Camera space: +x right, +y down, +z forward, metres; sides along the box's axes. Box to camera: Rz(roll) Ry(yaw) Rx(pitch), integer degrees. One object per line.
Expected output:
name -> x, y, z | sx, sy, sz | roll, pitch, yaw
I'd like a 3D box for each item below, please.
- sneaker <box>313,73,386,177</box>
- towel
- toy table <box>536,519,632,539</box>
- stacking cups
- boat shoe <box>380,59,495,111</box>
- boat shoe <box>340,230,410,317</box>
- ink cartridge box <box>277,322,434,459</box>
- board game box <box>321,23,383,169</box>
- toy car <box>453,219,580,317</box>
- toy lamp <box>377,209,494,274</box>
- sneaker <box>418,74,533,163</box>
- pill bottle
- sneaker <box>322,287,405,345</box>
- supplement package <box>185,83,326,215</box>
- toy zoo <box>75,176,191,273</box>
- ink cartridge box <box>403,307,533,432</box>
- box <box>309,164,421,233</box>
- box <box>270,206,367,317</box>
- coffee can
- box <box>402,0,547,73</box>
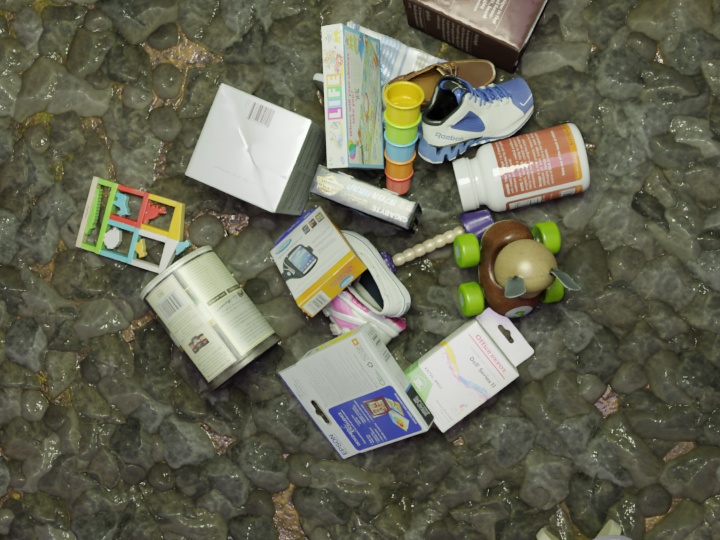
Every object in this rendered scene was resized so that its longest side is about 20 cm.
sneaker -> -0.021, -0.234, 1.258 | 0.200, 0.071, 0.099 | 41, 92, -1
towel -> 0.051, -0.303, 1.226 | 0.200, 0.024, 0.147 | 19, 81, -12
toy table -> 0.373, 0.500, 1.234 | 0.200, 0.117, 0.184 | -43, 88, 8
stacking cups -> 0.064, -0.202, 1.192 | 0.060, 0.200, 0.061 | 0, 56, 0
boat shoe -> 0.131, -0.293, 1.201 | 0.200, 0.068, 0.072 | -17, 93, -16
boat shoe -> 0.000, 0.000, 1.234 | 0.200, 0.065, 0.074 | 42, 117, 34
ink cartridge box -> -0.009, 0.206, 1.269 | 0.200, 0.047, 0.198 | -27, 102, 38
board game box -> -0.009, -0.253, 1.135 | 0.034, 0.134, 0.200 | 1, 96, 25
toy car -> 0.249, 0.014, 1.154 | 0.164, 0.200, 0.158 | -9, 105, -6
toy lamp -> 0.127, -0.047, 1.262 | 0.200, 0.058, 0.058 | -22, 91, 10
sneaker -> 0.175, -0.252, 1.165 | 0.199, 0.115, 0.081 | -28, 55, -8
pill bottle -> 0.252, -0.158, 1.209 | 0.200, 0.112, 0.112 | -13, 92, 7
sneaker -> -0.028, 0.072, 1.274 | 0.200, 0.081, 0.088 | 34, 103, 10
supplement package -> -0.154, -0.186, 1.213 | 0.152, 0.200, 0.151 | 24, 96, 5
toy zoo -> -0.392, -0.075, 1.340 | 0.200, 0.020, 0.131 | 17, 95, 5
ink cartridge box -> 0.180, 0.159, 1.260 | 0.200, 0.067, 0.117 | -39, 88, 8
box -> 0.015, -0.108, 1.198 | 0.159, 0.200, 0.046 | 22, 93, 5
box -> -0.076, -0.023, 1.242 | 0.119, 0.200, 0.041 | -42, 125, 5
coffee can -> -0.249, 0.080, 1.269 | 0.146, 0.146, 0.200 | -37, 88, 8
box -> 0.189, -0.434, 1.173 | 0.200, 0.166, 0.164 | 26, 96, 4
